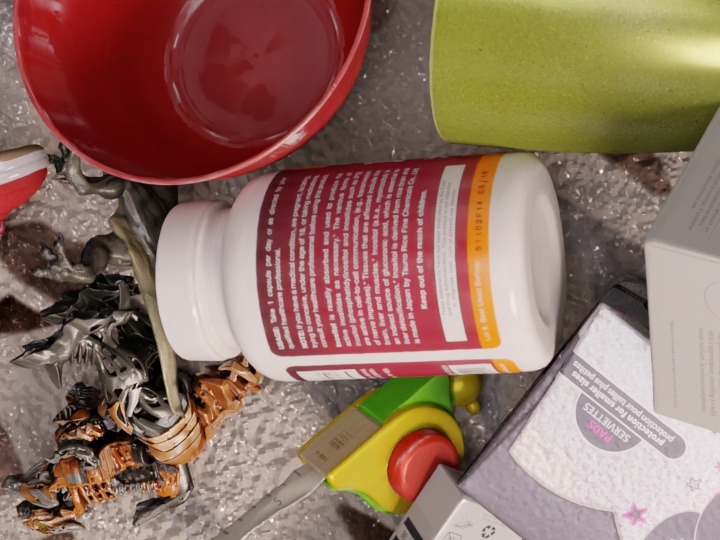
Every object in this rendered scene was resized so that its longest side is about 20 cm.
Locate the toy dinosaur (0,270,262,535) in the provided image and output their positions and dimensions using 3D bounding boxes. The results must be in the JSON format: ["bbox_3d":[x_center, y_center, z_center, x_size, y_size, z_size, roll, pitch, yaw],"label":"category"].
[{"bbox_3d":[-0.127,0.071,1.114,0.200,0.102,0.136,-37,103,-9],"label":"toy dinosaur"}]

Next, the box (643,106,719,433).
[{"bbox_3d":[0.239,0.021,0.863,0.199,0.098,0.125,17,143,25],"label":"box"}]

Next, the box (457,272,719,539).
[{"bbox_3d":[0.175,0.116,1.015,0.200,0.115,0.132,38,106,6],"label":"box"}]

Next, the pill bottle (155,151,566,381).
[{"bbox_3d":[0.000,0.000,1.002,0.199,0.113,0.114,-3,97,18],"label":"pill bottle"}]

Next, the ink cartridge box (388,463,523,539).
[{"bbox_3d":[0.035,0.208,1.078,0.099,0.039,0.200,24,106,-33],"label":"ink cartridge box"}]

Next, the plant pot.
[{"bbox_3d":[0.157,-0.133,0.941,0.199,0.187,0.188,14,101,14],"label":"plant pot"}]

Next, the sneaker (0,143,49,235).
[{"bbox_3d":[-0.251,0.005,1.132,0.199,0.071,0.113,-23,88,24],"label":"sneaker"}]

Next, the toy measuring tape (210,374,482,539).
[{"bbox_3d":[-0.006,0.124,1.067,0.200,0.074,0.074,-39,87,-13],"label":"toy measuring tape"}]

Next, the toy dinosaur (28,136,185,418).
[{"bbox_3d":[-0.131,-0.022,1.045,0.047,0.088,0.201,-34,50,38],"label":"toy dinosaur"}]

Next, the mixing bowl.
[{"bbox_3d":[-0.074,-0.132,1.033,0.199,0.108,0.201,-4,78,16],"label":"mixing bowl"}]
